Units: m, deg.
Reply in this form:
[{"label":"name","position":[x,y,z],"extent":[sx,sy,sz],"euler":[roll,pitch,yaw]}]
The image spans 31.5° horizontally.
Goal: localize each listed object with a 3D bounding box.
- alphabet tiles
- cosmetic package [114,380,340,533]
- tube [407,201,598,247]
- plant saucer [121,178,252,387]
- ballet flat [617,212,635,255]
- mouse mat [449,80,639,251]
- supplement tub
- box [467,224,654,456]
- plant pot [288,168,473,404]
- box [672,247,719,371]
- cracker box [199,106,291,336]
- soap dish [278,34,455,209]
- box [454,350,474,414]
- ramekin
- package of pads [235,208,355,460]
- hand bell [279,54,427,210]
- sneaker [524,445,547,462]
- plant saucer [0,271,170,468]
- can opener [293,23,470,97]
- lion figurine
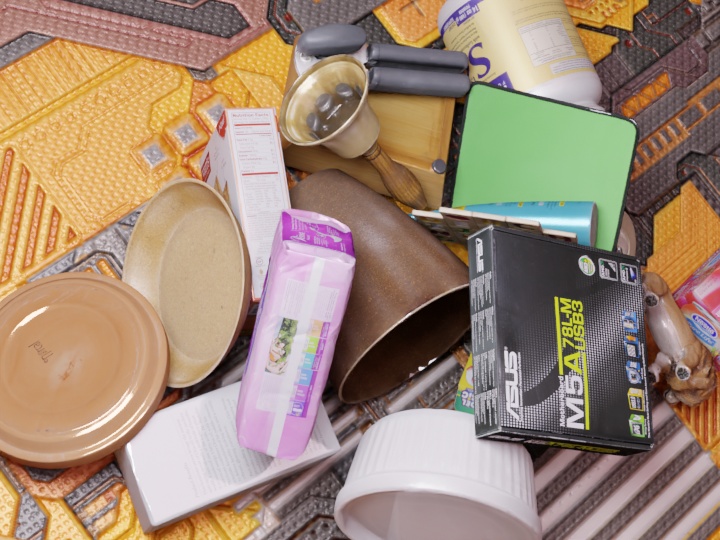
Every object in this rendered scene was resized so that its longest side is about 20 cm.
[{"label":"alphabet tiles","position":[0.144,-0.035,1.320],"extent":[0.165,0.200,0.006],"euler":[10,82,14]},{"label":"cosmetic package","position":[-0.132,0.171,1.251],"extent":[0.199,0.071,0.102],"euler":[-18,78,-22]},{"label":"tube","position":[0.151,-0.052,1.365],"extent":[0.198,0.077,0.051],"euler":[4,88,18]},{"label":"plant saucer","position":[-0.163,0.012,1.242],"extent":[0.035,0.200,0.202],"euler":[4,69,-43]},{"label":"ballet flat","position":[0.269,0.004,1.435],"extent":[0.069,0.069,0.201],"euler":[24,67,-9]},{"label":"mouse mat","position":[0.194,-0.107,1.377],"extent":[0.199,0.162,0.008],"euler":[18,23,23]},{"label":"supplement tub","position":[0.185,-0.227,1.445],"extent":[0.144,0.145,0.201],"euler":[-18,78,-22]},{"label":"box","position":[0.194,0.070,1.236],"extent":[0.192,0.047,0.202],"euler":[13,68,-32]},{"label":"plant pot","position":[0.000,0.000,1.309],"extent":[0.186,0.187,0.200],"euler":[-27,67,-24]},{"label":"box","position":[0.450,0.017,1.477],"extent":[0.200,0.095,0.100],"euler":[-38,88,-25]},{"label":"cracker box","position":[-0.113,-0.047,1.295],"extent":[0.057,0.134,0.202],"euler":[-4,73,-19]},{"label":"soap dish","position":[0.013,-0.169,1.406],"extent":[0.198,0.081,0.159],"euler":[15,68,-14]},{"label":"box","position":[0.181,0.079,1.323],"extent":[0.116,0.049,0.201],"euler":[8,55,29]},{"label":"ramekin","position":[0.078,0.212,1.244],"extent":[0.201,0.203,0.095],"euler":[17,57,-12]},{"label":"package of pads","position":[-0.060,0.055,1.159],"extent":[0.075,0.121,0.202],"euler":[11,109,-8]},{"label":"hand bell","position":[0.015,-0.119,1.311],"extent":[0.200,0.103,0.105],"euler":[42,57,-44]},{"label":"sneaker","position":[0.164,0.134,1.372],"extent":[0.200,0.076,0.115],"euler":[-40,46,-4]},{"label":"plant saucer","position":[-0.281,0.088,1.212],"extent":[0.198,0.032,0.202],"euler":[-2,59,3]},{"label":"can opener","position":[0.027,-0.220,1.345],"extent":[0.198,0.067,0.054],"euler":[2,73,-18]},{"label":"lion figurine","position":[0.334,0.061,1.408],"extent":[0.122,0.072,0.202],"euler":[-20,92,-59]}]
